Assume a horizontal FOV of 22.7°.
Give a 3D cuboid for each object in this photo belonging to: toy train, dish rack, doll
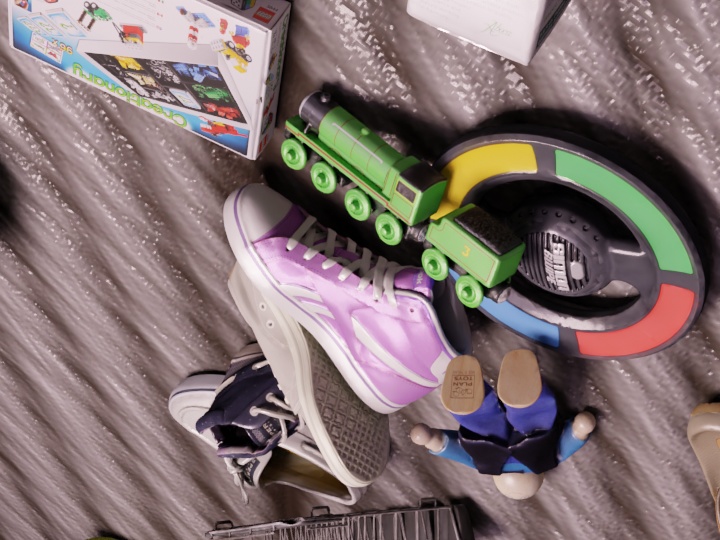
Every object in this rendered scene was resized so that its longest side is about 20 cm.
[{"bbox_3d":[0.025,-0.050,1.169,0.200,0.042,0.057,39,135,23],"label":"toy train"},{"bbox_3d":[-0.019,0.220,1.456,0.199,0.055,0.153,3,165,-40],"label":"dish rack"},{"bbox_3d":[0.103,0.117,1.306,0.136,0.049,0.200,-7,153,10],"label":"doll"}]

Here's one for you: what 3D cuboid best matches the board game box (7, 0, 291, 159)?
[{"bbox_3d":[-0.146,-0.165,1.209,0.199,0.035,0.127,26,143,10],"label":"board game box"}]

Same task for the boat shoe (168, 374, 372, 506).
[{"bbox_3d":[-0.083,0.152,1.482,0.201,0.086,0.075,17,141,20],"label":"boat shoe"}]

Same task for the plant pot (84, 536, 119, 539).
[{"bbox_3d":[-0.224,0.393,1.784,0.198,0.182,0.201,15,140,21],"label":"plant pot"}]

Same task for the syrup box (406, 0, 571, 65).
[{"bbox_3d":[0.085,-0.215,0.942,0.081,0.079,0.200,24,143,11],"label":"syrup box"}]

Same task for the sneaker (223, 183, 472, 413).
[{"bbox_3d":[0.000,0.000,1.264,0.201,0.073,0.114,46,133,-11],"label":"sneaker"}]

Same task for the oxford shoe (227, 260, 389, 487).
[{"bbox_3d":[-0.038,0.067,1.314,0.058,0.075,0.201,-35,77,41],"label":"oxford shoe"}]

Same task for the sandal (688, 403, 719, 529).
[{"bbox_3d":[0.284,0.175,1.252,0.080,0.054,0.200,-10,126,43],"label":"sandal"}]

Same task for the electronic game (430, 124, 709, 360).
[{"bbox_3d":[0.131,-0.015,1.170,0.199,0.042,0.201,20,142,17],"label":"electronic game"}]

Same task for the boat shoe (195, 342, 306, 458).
[{"bbox_3d":[-0.042,0.097,1.382,0.200,0.093,0.075,-18,120,45],"label":"boat shoe"}]
